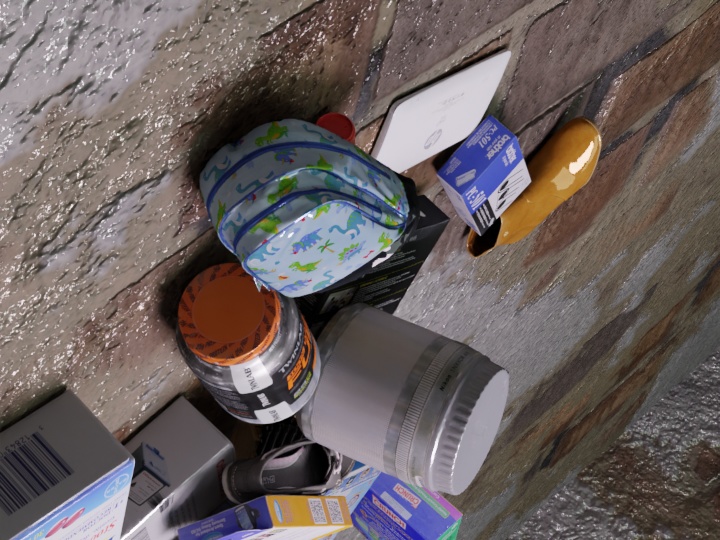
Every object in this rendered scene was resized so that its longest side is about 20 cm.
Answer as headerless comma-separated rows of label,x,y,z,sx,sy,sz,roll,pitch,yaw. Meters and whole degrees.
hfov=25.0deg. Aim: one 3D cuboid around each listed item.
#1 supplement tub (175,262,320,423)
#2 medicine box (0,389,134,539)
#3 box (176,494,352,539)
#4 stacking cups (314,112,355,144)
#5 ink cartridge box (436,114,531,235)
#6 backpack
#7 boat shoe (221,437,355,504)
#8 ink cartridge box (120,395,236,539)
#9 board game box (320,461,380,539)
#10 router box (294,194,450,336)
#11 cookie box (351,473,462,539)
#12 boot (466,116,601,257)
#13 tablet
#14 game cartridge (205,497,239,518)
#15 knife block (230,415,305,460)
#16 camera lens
supplement tub,-0.112,0.071,1.604,0.122,0.122,0.200,-44,161,-8
medicine box,-0.319,0.242,1.523,0.182,0.103,0.201,-34,156,-34
box,-0.107,0.278,1.759,0.118,0.042,0.200,-24,160,23
stacking cups,-0.032,-0.080,1.594,0.060,0.060,0.200,-39,155,-22
ink cartridge box,0.147,-0.109,1.910,0.094,0.044,0.200,-48,164,-1
backpack,-0.054,-0.055,1.452,0.162,0.154,0.200,-27,137,17
boat shoe,-0.063,0.218,1.777,0.057,0.067,0.199,-15,176,43
ink cartridge box,-0.233,0.251,1.752,0.200,0.086,0.147,-42,161,-20
board game box,-0.068,0.333,2.311,0.200,0.056,0.196,-15,143,-58
router box,0.000,0.000,1.808,0.200,0.051,0.150,-18,145,-53
cookie box,0.065,0.384,2.523,0.075,0.171,0.200,-42,161,-23
boot,0.218,-0.099,2.053,0.144,0.071,0.202,-32,161,-45
tablet,0.080,-0.159,1.732,0.199,0.014,0.131,-29,154,-41
game cartridge,-0.227,0.335,1.854,0.200,0.038,0.130,-34,-170,35
knife block,-0.113,0.195,1.908,0.064,0.177,0.200,8,168,-22
camera lens,0.040,0.136,1.742,0.160,0.199,0.161,-53,156,-37
